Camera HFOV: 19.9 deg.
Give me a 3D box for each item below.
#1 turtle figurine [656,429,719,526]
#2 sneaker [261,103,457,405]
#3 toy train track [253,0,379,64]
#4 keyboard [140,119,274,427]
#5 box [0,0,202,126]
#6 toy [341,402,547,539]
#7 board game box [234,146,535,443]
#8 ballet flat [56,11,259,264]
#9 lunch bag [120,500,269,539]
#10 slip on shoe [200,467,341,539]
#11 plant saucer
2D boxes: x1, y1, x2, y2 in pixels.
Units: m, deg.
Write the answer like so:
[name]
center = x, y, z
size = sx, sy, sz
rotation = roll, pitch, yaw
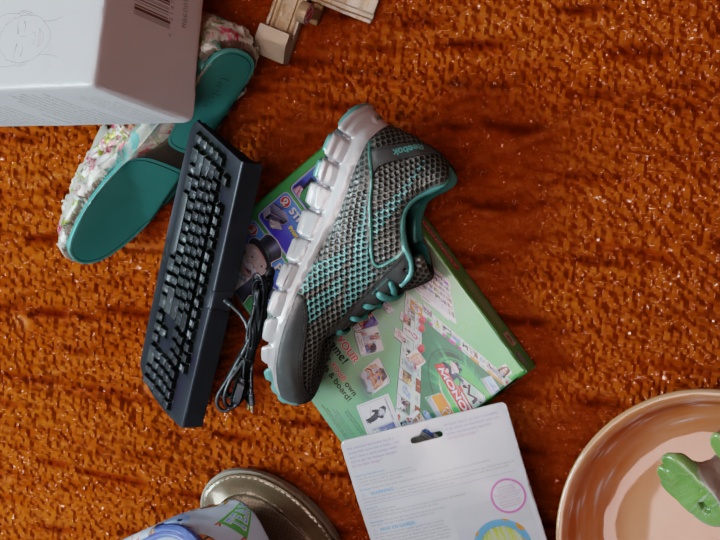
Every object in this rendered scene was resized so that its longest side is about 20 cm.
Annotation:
[turtle figurine]
center = 0.248, 0.042, 1.201
size = 0.144, 0.194, 0.201
rotation = 11, 133, 46
[sneaker]
center = 0.000, 0.000, 1.310
size = 0.091, 0.078, 0.201
rotation = 22, 104, 12
[toy train track]
center = -0.030, -0.233, 1.347
size = 0.114, 0.033, 0.201
rotation = 23, 102, 16
[keyboard]
center = -0.099, 0.015, 1.356
size = 0.127, 0.021, 0.201
rotation = 37, 124, 41
[box]
center = -0.210, -0.178, 1.342
size = 0.199, 0.106, 0.153
rotation = 2, 82, 32
[toy]
center = 0.073, 0.189, 1.347
size = 0.115, 0.047, 0.201
rotation = -15, 95, 17
[board game box]
center = 0.004, 0.024, 1.363
size = 0.134, 0.029, 0.200
rotation = -38, 82, 18
[ballet flat]
center = -0.141, -0.093, 1.392
size = 0.200, 0.076, 0.064
rotation = -49, 48, 14
[lunch bag]
center = -0.114, 0.247, 1.368
size = 0.200, 0.075, 0.161
rotation = -27, 85, 47
[slip on shoe]
center = -0.040, 0.218, 1.381
size = 0.076, 0.061, 0.200
rotation = -38, 83, 19
[plant saucer]
center = 0.223, 0.172, 1.296
size = 0.199, 0.037, 0.201
rotation = 2, 97, 19
